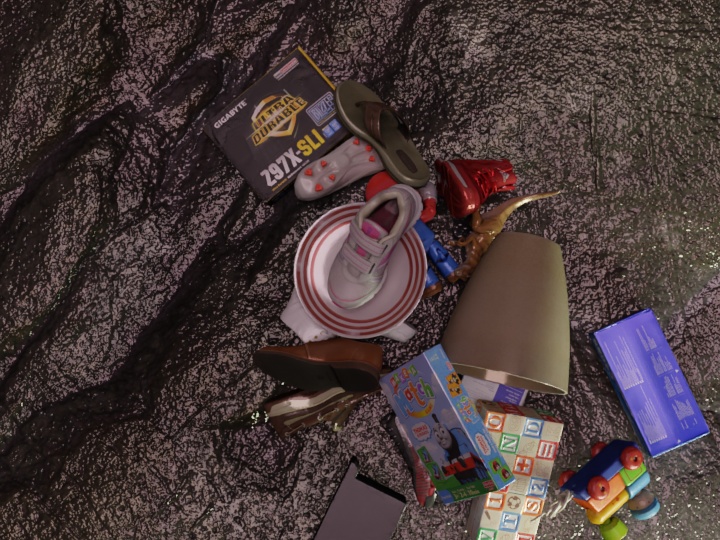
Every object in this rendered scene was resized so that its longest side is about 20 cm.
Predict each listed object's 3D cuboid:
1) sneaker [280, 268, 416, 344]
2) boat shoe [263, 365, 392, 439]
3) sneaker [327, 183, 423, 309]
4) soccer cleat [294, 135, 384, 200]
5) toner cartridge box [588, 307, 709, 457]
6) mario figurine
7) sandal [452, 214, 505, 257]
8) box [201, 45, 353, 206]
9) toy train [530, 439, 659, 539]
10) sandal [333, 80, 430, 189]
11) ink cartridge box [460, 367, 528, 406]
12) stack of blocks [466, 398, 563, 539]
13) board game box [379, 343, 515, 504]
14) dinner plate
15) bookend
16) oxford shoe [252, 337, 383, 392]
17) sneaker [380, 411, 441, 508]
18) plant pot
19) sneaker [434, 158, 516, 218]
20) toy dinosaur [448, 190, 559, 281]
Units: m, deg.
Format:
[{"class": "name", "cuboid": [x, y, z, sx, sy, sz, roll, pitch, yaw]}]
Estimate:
[{"class": "sneaker", "cuboid": [-0.023, 0.086, 1.320, 0.200, 0.074, 0.116, 28, 89, 14]}, {"class": "boat shoe", "cuboid": [-0.040, 0.201, 1.309, 0.202, 0.075, 0.075, -18, 92, 13]}, {"class": "sneaker", "cuboid": [0.011, -0.039, 1.222, 0.081, 0.088, 0.200, 28, 90, 14]}, {"class": "soccer cleat", "cuboid": [-0.016, -0.166, 1.344, 0.200, 0.078, 0.069, -28, 90, -19]}, {"class": "toner cartridge box", "cuboid": [0.428, 0.165, 1.297, 0.095, 0.043, 0.200, -24, 84, 2]}, {"class": "mario figurine", "cuboid": [0.074, -0.060, 1.334, 0.106, 0.123, 0.200, -29, 92, 41]}, {"class": "sandal", "cuboid": [0.225, -0.017, 1.331, 0.075, 0.045, 0.200, -45, 70, -7]}, {"class": "box", "cuboid": [-0.120, -0.224, 1.362, 0.200, 0.049, 0.160, -40, 86, -1]}, {"class": "toy train", "cuboid": [0.337, 0.342, 1.247, 0.200, 0.085, 0.116, -34, 98, -22]}, {"class": "sandal", "cuboid": [0.041, -0.210, 1.292, 0.080, 0.057, 0.201, -33, 77, -33]}, {"class": "ink cartridge box", "cuboid": [0.209, 0.153, 1.313, 0.099, 0.039, 0.200, 24, 85, 5]}, {"class": "stack of blocks", "cuboid": [0.207, 0.296, 1.259, 0.115, 0.059, 0.200, 10, 98, -8]}, {"class": "board game box", "cuboid": [0.112, 0.213, 1.190, 0.037, 0.151, 0.200, -23, 80, -30]}, {"class": "dinner plate", "cuboid": [0.000, 0.000, 1.277, 0.200, 0.024, 0.200, -1, 84, 13]}, {"class": "bookend", "cuboid": [0.031, 0.408, 1.273, 0.199, 0.092, 0.200, 25, 85, 3]}, {"class": "oxford shoe", "cuboid": [-0.060, 0.130, 1.271, 0.200, 0.071, 0.071, 4, 46, 18]}, {"class": "sneaker", "cuboid": [0.079, 0.251, 1.295, 0.098, 0.071, 0.201, -3, 83, 3]}, {"class": "plant pot", "cuboid": [0.216, 0.054, 1.218, 0.187, 0.187, 0.200, 14, 80, 4]}, {"class": "sneaker", "cuboid": [0.177, -0.133, 1.266, 0.115, 0.200, 0.078, -9, 112, -2]}, {"class": "toy dinosaur", "cuboid": [0.192, -0.071, 1.311, 0.106, 0.060, 0.200, 39, 80, 5]}]
